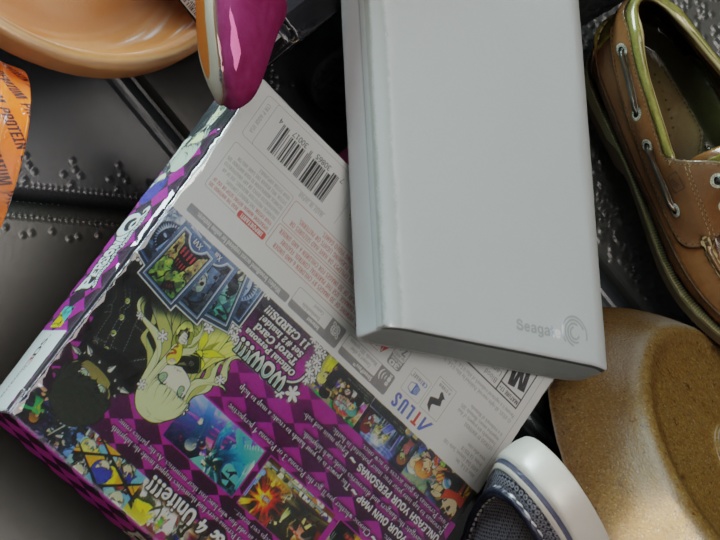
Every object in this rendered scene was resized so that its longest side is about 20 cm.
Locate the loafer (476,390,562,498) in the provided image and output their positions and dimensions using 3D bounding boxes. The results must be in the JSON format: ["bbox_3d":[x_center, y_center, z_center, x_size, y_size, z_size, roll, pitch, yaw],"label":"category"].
[{"bbox_3d":[0.101,0.086,1.345,0.200,0.073,0.072,45,53,-20],"label":"loafer"}]

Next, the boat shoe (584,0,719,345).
[{"bbox_3d":[0.168,-0.040,1.346,0.072,0.068,0.201,-27,72,-22],"label":"boat shoe"}]

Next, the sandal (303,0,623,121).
[{"bbox_3d":[0.051,-0.126,1.351,0.200,0.076,0.048,-25,60,-26],"label":"sandal"}]

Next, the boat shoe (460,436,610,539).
[{"bbox_3d":[0.056,0.156,1.251,0.092,0.201,0.075,-34,59,-18],"label":"boat shoe"}]

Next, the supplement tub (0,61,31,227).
[{"bbox_3d":[-0.245,-0.067,1.176,0.199,0.122,0.123,17,77,-22],"label":"supplement tub"}]

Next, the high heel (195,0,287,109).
[{"bbox_3d":[-0.019,-0.148,1.188,0.095,0.068,0.201,5,51,-5],"label":"high heel"}]

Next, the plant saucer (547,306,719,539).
[{"bbox_3d":[0.166,0.097,1.322,0.200,0.035,0.201,36,35,-30],"label":"plant saucer"}]

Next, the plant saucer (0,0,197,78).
[{"bbox_3d":[-0.139,-0.170,1.250,0.199,0.037,0.201,19,55,-30],"label":"plant saucer"}]

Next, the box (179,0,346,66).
[{"bbox_3d":[-0.045,-0.214,1.285,0.199,0.050,0.200,53,49,-4],"label":"box"}]

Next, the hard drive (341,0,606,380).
[{"bbox_3d":[0.049,-0.060,1.246,0.131,0.026,0.202,12,67,-39],"label":"hard drive"}]

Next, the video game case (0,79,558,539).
[{"bbox_3d":[-0.033,0.051,1.213,0.200,0.036,0.182,43,71,-23],"label":"video game case"}]

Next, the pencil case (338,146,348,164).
[{"bbox_3d":[0.000,0.000,1.296,0.200,0.091,0.094,-41,65,-21],"label":"pencil case"}]
